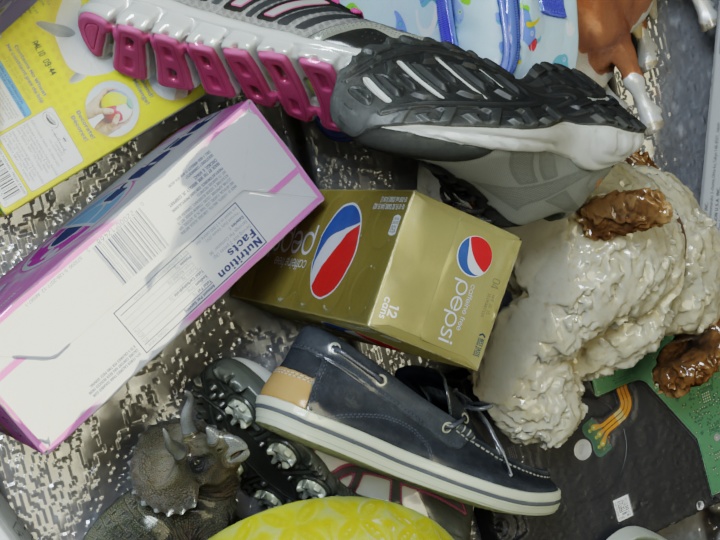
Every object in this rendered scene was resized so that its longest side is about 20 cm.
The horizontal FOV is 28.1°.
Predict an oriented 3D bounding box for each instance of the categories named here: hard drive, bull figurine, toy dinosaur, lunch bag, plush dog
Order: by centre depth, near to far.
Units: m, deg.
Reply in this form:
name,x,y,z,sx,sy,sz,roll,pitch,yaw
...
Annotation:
name,x,y,z,sx,sy,sz,roll,pitch,yaw
toy dinosaur,-0.108,0.151,0.770,0.102,0.077,0.200,33,108,-18
lunch bag,0.037,-0.175,0.775,0.082,0.160,0.202,0,84,-46
plush dog,0.148,-0.013,0.834,0.171,0.160,0.202,-1,69,-47
bull figurine,0.145,-0.152,0.867,0.122,0.065,0.200,52,53,-20
hard drive,0.155,0.100,0.904,0.199,0.038,0.141,-20,98,-23

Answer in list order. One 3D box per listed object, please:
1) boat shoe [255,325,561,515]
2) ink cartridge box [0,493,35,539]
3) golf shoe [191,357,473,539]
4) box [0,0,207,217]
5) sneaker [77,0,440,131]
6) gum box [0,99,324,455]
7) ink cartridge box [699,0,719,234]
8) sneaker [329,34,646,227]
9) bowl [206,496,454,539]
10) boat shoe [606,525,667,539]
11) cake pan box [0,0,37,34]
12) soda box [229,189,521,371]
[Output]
name,x,y,z,sx,sy,sz,roll,pitch,yaw
boat shoe,0.035,0.085,0.766,0.199,0.074,0.063,26,77,-30
ink cartridge box,-0.254,0.184,0.713,0.199,0.050,0.163,-35,98,-2
golf shoe,-0.013,0.106,0.817,0.200,0.077,0.088,46,55,-23
box,-0.138,-0.128,0.766,0.199,0.048,0.118,-33,102,-19
sneaker,-0.038,-0.130,0.716,0.198,0.074,0.088,14,71,13
gum box,-0.119,-0.003,0.736,0.200,0.113,0.066,-43,106,-19
ink cartridge box,0.286,-0.102,0.959,0.173,0.043,0.202,11,84,-54
sneaker,0.058,-0.055,0.665,0.199,0.074,0.080,3,125,-49
bowl,-0.015,0.227,0.738,0.198,0.108,0.202,-9,123,-15
boat shoe,0.230,0.215,0.907,0.201,0.060,0.073,22,96,-35
cake pan box,-0.214,-0.215,0.687,0.200,0.052,0.185,40,58,-6
soda box,0.000,0.000,0.743,0.064,0.200,0.068,22,84,-22
